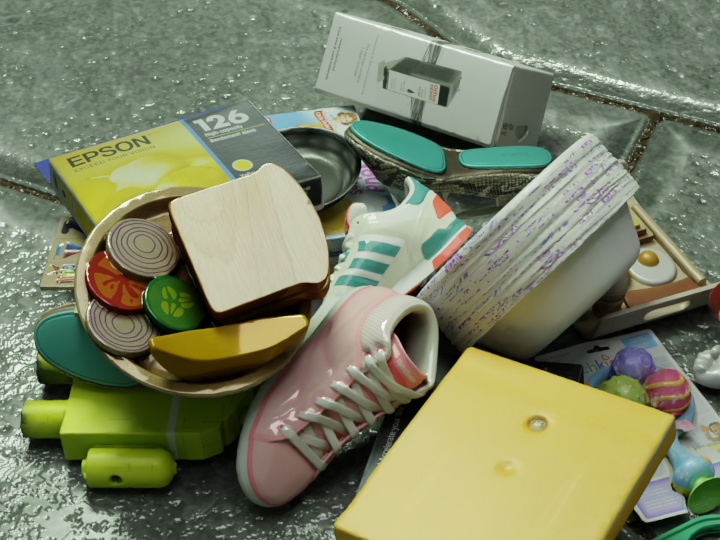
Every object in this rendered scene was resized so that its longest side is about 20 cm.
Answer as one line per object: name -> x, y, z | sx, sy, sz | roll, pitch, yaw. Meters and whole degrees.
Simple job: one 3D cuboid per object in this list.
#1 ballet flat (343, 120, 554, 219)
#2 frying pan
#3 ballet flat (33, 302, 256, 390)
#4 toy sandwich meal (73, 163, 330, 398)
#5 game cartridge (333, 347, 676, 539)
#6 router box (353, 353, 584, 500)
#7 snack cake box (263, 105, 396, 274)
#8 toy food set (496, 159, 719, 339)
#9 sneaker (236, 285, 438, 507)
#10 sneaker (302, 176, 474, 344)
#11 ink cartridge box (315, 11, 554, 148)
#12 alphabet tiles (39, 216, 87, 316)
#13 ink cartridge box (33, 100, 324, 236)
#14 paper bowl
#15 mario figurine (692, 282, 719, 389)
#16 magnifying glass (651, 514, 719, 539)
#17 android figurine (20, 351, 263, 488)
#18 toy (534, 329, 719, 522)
ballet flat -> 0.078, -0.082, 1.274 | 0.197, 0.076, 0.068 | 8, 32, -5
frying pan -> -0.080, -0.068, 1.253 | 0.114, 0.031, 0.189 | 32, 56, 31
ballet flat -> -0.161, 0.060, 1.131 | 0.197, 0.072, 0.065 | 9, 14, 9
toy sandwich meal -> -0.115, 0.002, 1.064 | 0.202, 0.071, 0.208 | 7, 57, -11
game cartridge -> 0.104, 0.150, 0.998 | 0.174, 0.033, 0.200 | 18, 48, 29
router box -> 0.084, 0.147, 1.074 | 0.147, 0.052, 0.201 | 4, 39, 18
snack cake box -> -0.036, -0.069, 1.329 | 0.113, 0.068, 0.201 | -10, 42, -10
toy food set -> 0.230, -0.027, 1.286 | 0.142, 0.061, 0.201 | -15, 43, -17
sneaker -> -0.012, 0.095, 1.076 | 0.104, 0.075, 0.201 | 3, 51, 53
sneaker -> 0.000, 0.000, 1.202 | 0.199, 0.070, 0.094 | -39, 83, -16
ink cartridge box -> 0.077, -0.187, 1.410 | 0.198, 0.084, 0.146 | 20, 11, 21
alphabet tiles -> -0.157, -0.015, 1.163 | 0.197, 0.006, 0.167 | 0, 36, 0
ink cartridge box -> -0.162, -0.089, 1.221 | 0.195, 0.047, 0.200 | -20, 43, -23
paper bowl -> 0.148, -0.007, 1.152 | 0.105, 0.201, 0.200 | 48, 54, 5
mario figurine -> 0.324, 0.074, 1.124 | 0.122, 0.106, 0.202 | -24, 50, 15
magnifying glass -> 0.214, 0.217, 1.034 | 0.197, 0.023, 0.080 | -1, 40, -4
android figurine -> -0.171, 0.101, 1.150 | 0.197, 0.041, 0.183 | 0, 40, 0
toy -> 0.234, 0.108, 1.138 | 0.113, 0.048, 0.201 | -11, 42, -16
